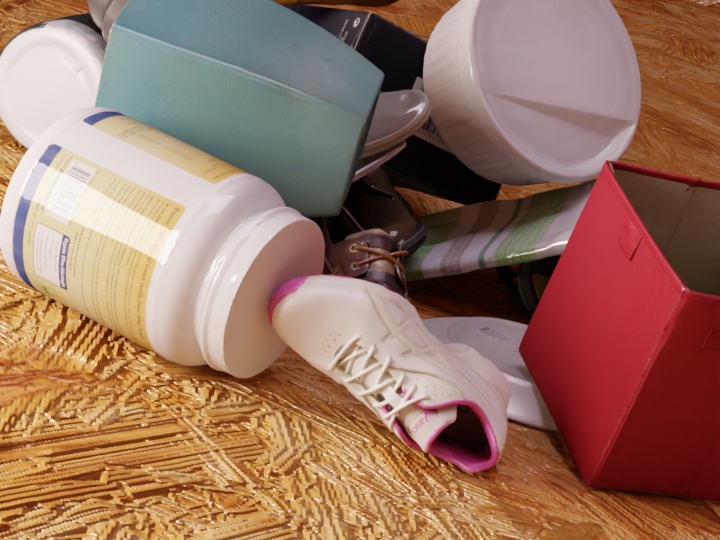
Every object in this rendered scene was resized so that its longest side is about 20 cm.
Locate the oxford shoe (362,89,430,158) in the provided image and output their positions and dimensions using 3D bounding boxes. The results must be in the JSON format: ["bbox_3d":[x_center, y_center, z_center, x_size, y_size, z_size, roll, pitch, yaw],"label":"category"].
[{"bbox_3d":[-0.042,-0.127,1.666,0.200,0.058,0.075,-6,36,11],"label":"oxford shoe"}]

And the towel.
[{"bbox_3d":[0.127,-0.038,1.730,0.200,0.031,0.149,-10,16,22],"label":"towel"}]

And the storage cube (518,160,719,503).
[{"bbox_3d":[0.245,0.050,1.484,0.171,0.180,0.200,9,32,-22],"label":"storage cube"}]

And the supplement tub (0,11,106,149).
[{"bbox_3d":[-0.236,-0.175,1.829,0.122,0.123,0.200,22,19,15],"label":"supplement tub"}]

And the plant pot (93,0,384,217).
[{"bbox_3d":[-0.093,-0.126,1.558,0.200,0.141,0.141,19,33,1],"label":"plant pot"}]

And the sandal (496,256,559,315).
[{"bbox_3d":[0.152,-0.006,1.796,0.057,0.080,0.201,-12,16,10],"label":"sandal"}]

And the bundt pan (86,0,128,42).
[{"bbox_3d":[-0.156,-0.209,1.746,0.202,0.076,0.202,36,17,-13],"label":"bundt pan"}]

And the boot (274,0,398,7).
[{"bbox_3d":[-0.033,-0.269,1.749,0.201,0.071,0.144,3,-4,-40],"label":"boot"}]

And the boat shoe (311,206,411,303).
[{"bbox_3d":[0.000,0.000,1.572,0.072,0.072,0.200,14,18,-24],"label":"boat shoe"}]

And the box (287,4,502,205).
[{"bbox_3d":[0.018,-0.156,1.871,0.200,0.123,0.198,24,-3,-30],"label":"box"}]

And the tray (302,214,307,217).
[{"bbox_3d":[-0.134,-0.048,1.612,0.099,0.037,0.200,-35,44,-19],"label":"tray"}]

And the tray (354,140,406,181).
[{"bbox_3d":[-0.067,-0.071,1.668,0.200,0.022,0.107,-31,40,-19],"label":"tray"}]

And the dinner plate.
[{"bbox_3d":[0.131,0.075,1.600,0.200,0.024,0.200,15,17,-5],"label":"dinner plate"}]

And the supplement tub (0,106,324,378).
[{"bbox_3d":[-0.140,-0.019,1.432,0.200,0.145,0.144,26,20,24],"label":"supplement tub"}]

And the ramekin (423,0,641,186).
[{"bbox_3d":[0.144,-0.166,1.766,0.202,0.203,0.094,3,-15,-36],"label":"ramekin"}]

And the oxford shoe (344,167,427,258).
[{"bbox_3d":[0.004,-0.048,1.718,0.084,0.073,0.200,54,2,-17],"label":"oxford shoe"}]

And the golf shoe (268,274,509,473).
[{"bbox_3d":[0.026,0.072,1.390,0.200,0.075,0.092,29,27,-20],"label":"golf shoe"}]
